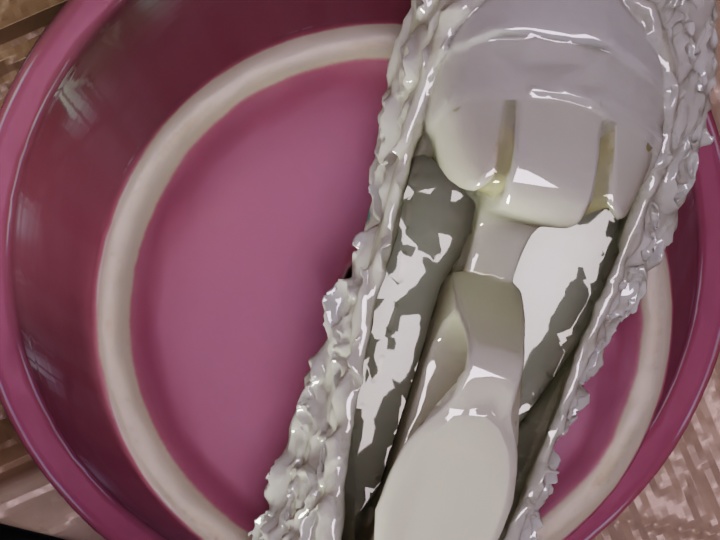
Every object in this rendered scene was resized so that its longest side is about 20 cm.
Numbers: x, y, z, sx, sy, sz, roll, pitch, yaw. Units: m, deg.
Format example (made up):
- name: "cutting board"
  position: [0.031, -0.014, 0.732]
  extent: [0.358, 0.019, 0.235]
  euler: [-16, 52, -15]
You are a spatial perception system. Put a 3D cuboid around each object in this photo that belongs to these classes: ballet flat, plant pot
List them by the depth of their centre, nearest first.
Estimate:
- name: "ballet flat"
  position: [0.030, 0.003, 0.611]
  extent: [0.072, 0.072, 0.200]
  euler: [16, 94, -5]
- name: "plant pot"
  position: [0.000, 0.000, 0.732]
  extent: [0.199, 0.179, 0.201]
  euler: [0, 96, -2]

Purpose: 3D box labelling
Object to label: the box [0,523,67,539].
- name: "box"
  position: [-0.065, 0.114, 0.729]
  extent: [0.159, 0.200, 0.046]
  euler: [14, 98, -5]
